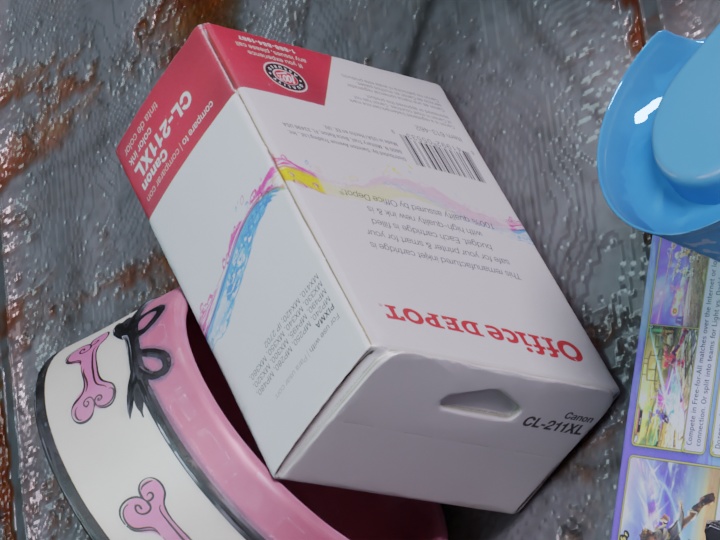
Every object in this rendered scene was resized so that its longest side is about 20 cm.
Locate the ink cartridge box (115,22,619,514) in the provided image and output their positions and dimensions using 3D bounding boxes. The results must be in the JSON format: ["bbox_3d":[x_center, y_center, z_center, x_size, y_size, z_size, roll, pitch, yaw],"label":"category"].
[{"bbox_3d":[0.000,0.000,1.240,0.083,0.145,0.201,-51,46,27],"label":"ink cartridge box"}]

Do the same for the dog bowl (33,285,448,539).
[{"bbox_3d":[-0.044,0.088,1.246,0.074,0.200,0.201,-42,50,18],"label":"dog bowl"}]

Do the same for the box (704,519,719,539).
[{"bbox_3d":[0.185,0.202,0.974,0.200,0.049,0.200,18,107,56],"label":"box"}]

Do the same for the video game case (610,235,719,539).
[{"bbox_3d":[0.177,0.072,1.091,0.181,0.045,0.201,5,85,50],"label":"video game case"}]

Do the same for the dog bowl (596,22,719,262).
[{"bbox_3d":[0.176,-0.086,1.085,0.200,0.049,0.112,-50,35,8],"label":"dog bowl"}]
